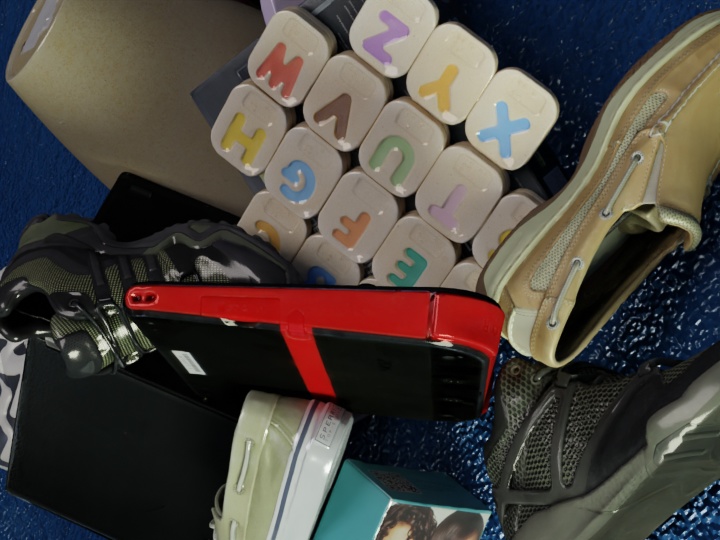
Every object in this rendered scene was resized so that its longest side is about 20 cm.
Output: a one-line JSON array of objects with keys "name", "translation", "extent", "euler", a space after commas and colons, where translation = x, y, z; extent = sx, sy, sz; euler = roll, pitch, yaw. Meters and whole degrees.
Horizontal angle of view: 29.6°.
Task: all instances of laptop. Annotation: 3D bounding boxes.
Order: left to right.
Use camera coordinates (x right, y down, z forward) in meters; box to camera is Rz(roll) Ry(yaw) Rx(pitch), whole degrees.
[{"name": "laptop", "translation": [-0.113, 0.074, 0.885], "extent": [0.116, 0.186, 0.201], "euler": [95, -161, -63]}]

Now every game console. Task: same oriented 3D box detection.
[{"name": "game console", "translation": [-0.017, 0.041, 0.702], "extent": [0.200, 0.175, 0.031], "euler": [79, -162, -72]}]

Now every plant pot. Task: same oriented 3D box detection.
[{"name": "plant pot", "translation": [-0.135, -0.122, 0.943], "extent": [0.187, 0.199, 0.188], "euler": [-42, 32, 34]}]

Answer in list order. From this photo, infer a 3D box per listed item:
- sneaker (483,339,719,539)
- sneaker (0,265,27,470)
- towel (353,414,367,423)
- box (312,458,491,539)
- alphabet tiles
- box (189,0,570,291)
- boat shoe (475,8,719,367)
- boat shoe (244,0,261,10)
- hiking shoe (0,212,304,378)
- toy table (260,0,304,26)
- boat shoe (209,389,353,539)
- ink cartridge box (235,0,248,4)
[{"name": "sneaker", "translation": [0.128, 0.065, 0.673], "extent": [0.200, 0.076, 0.115], "euler": [-51, 49, 37]}, {"name": "sneaker", "translation": [-0.270, 0.067, 1.193], "extent": [0.129, 0.079, 0.201], "euler": [-31, 50, 36]}, {"name": "towel", "translation": [0.000, 0.000, 0.906], "extent": [0.146, 0.030, 0.202], "euler": [-33, 56, 42]}, {"name": "box", "translation": [-0.002, 0.213, 0.787], "extent": [0.049, 0.082, 0.201], "euler": [33, 105, 50]}, {"name": "alphabet tiles", "translation": [0.012, -0.049, 0.743], "extent": [0.200, 0.015, 0.196], "euler": [39, 121, 8]}, {"name": "box", "translation": [0.017, -0.063, 0.774], "extent": [0.157, 0.051, 0.201], "euler": [-33, 92, 30]}, {"name": "boat shoe", "translation": [0.145, -0.035, 0.670], "extent": [0.201, 0.071, 0.076], "euler": [-54, 35, 5]}, {"name": "boat shoe", "translation": [-0.142, -0.216, 1.129], "extent": [0.200, 0.072, 0.065], "euler": [35, 105, 46]}, {"name": "hiking shoe", "translation": [-0.126, 0.027, 0.781], "extent": [0.198, 0.076, 0.101], "euler": [4, 48, 25]}, {"name": "toy table", "translation": [0.010, -0.214, 0.854], "extent": [0.117, 0.182, 0.202], "euler": [154, 111, -64]}, {"name": "boat shoe", "translation": [-0.055, 0.143, 0.795], "extent": [0.072, 0.062, 0.201], "euler": [-59, -10, -53]}, {"name": "ink cartridge box", "translation": [-0.095, -0.312, 1.004], "extent": [0.148, 0.086, 0.200], "euler": [43, 99, 13]}]
